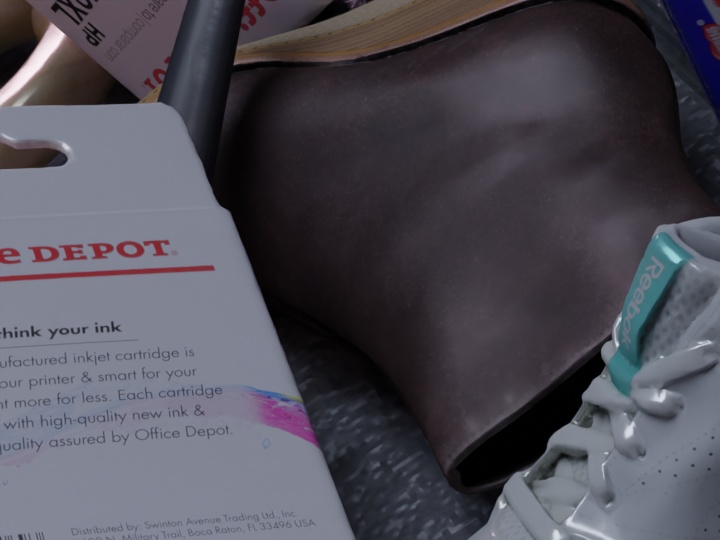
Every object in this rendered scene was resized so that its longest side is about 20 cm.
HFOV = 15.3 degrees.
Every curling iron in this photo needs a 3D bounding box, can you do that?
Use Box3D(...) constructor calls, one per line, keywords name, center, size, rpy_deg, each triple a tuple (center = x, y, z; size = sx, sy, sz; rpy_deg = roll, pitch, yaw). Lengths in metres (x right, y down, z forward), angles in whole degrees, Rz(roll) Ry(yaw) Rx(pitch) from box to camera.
Box3D(name="curling iron", center=(-0.063, -0.003, 0.728), size=(0.049, 0.025, 0.201), rpy_deg=(16, 90, 45))

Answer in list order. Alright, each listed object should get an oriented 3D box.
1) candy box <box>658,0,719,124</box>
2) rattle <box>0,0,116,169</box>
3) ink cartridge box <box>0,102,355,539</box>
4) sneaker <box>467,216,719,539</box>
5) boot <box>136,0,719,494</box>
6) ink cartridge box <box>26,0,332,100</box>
Box3D(name="candy box", center=(0.161, -0.127, 0.660), size=(0.199, 0.169, 0.077), rpy_deg=(-16, 34, 24))
Box3D(name="rattle", center=(-0.129, -0.114, 0.917), size=(0.200, 0.143, 0.130), rpy_deg=(-38, 15, 4))
Box3D(name="ink cartridge box", center=(-0.075, 0.050, 0.636), size=(0.117, 0.067, 0.200), rpy_deg=(-3, 46, -21))
Box3D(name="sneaker", center=(0.073, 0.033, 0.603), size=(0.200, 0.089, 0.075), rpy_deg=(-34, 34, 2))
Box3D(name="boot", center=(0.000, 0.000, 0.722), size=(0.200, 0.072, 0.167), rpy_deg=(-34, 39, 11))
Box3D(name="ink cartridge box", center=(-0.084, -0.151, 0.829), size=(0.084, 0.200, 0.145), rpy_deg=(-53, 8, -25))
